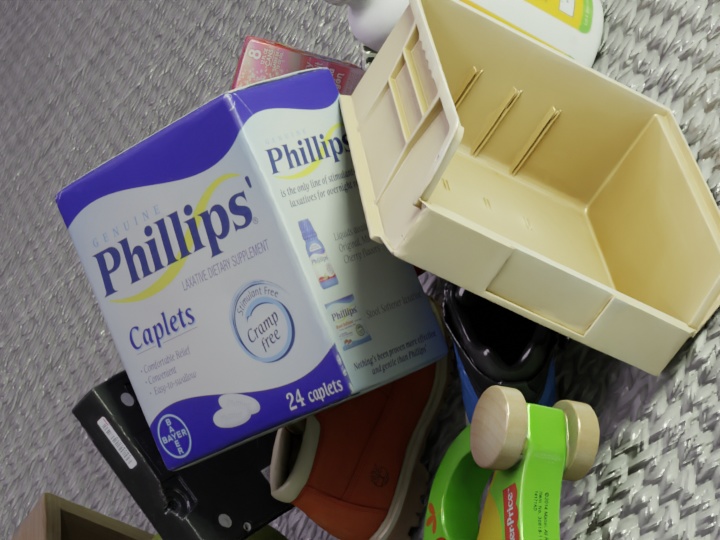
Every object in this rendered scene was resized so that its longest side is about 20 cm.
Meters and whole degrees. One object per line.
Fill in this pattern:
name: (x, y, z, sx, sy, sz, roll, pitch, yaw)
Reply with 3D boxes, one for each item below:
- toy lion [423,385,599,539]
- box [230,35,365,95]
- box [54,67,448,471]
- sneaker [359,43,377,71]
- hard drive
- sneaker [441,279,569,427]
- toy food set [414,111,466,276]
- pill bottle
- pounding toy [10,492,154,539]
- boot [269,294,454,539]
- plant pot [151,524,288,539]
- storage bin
toy lion: (0.069, 0.190, 1.233, 0.192, 0.069, 0.200, 138, 137, -54)
box: (-0.069, -0.072, 1.618, 0.103, 0.095, 0.200, -117, 43, -80)
box: (-0.073, 0.001, 1.336, 0.184, 0.105, 0.200, -25, 86, 41)
sneaker: (0.023, -0.114, 1.657, 0.200, 0.081, 0.083, -84, 17, -45)
hard drive: (-0.089, 0.109, 1.458, 0.200, 0.140, 0.038, -29, -11, -49)
sneaker: (0.089, 0.011, 1.322, 0.111, 0.077, 0.200, 88, -178, -51)
toy food set: (0.043, -0.044, 1.427, 0.049, 0.200, 0.198, 51, 127, 26)
pill bottle: (0.062, -0.190, 1.482, 0.111, 0.200, 0.111, -47, 28, 35)
pounding toy: (-0.217, 0.300, 1.600, 0.142, 0.184, 0.200, -54, 25, 24)
boot: (-0.001, 0.089, 1.453, 0.075, 0.107, 0.200, -38, 32, 52)
plant pot: (-0.108, 0.267, 1.428, 0.200, 0.200, 0.190, -49, 16, 32)
storage bin: (0.103, -0.054, 1.252, 0.094, 0.200, 0.199, -55, 24, 24)
